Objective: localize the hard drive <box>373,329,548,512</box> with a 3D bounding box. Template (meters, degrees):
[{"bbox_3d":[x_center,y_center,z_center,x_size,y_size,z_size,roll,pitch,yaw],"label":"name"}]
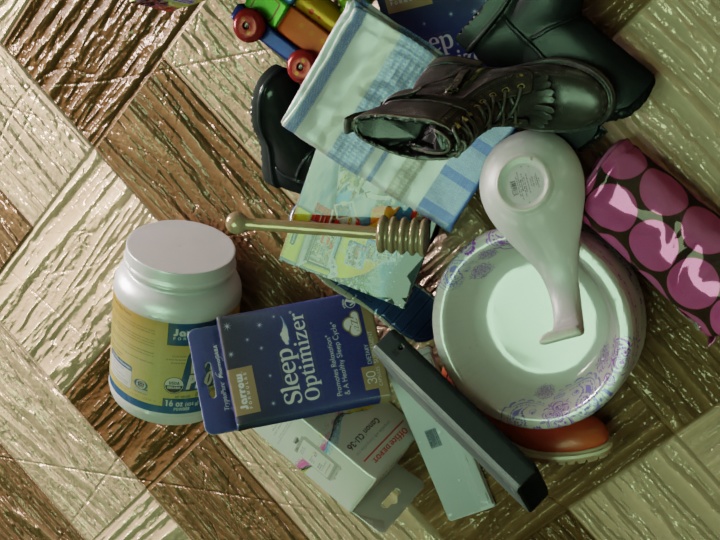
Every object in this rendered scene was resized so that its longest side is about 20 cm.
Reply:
[{"bbox_3d":[0.102,0.151,1.421,0.033,0.140,0.200,-45,69,-5],"label":"hard drive"}]

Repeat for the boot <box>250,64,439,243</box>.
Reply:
[{"bbox_3d":[-0.010,-0.114,1.456,0.200,0.066,0.165,27,151,22],"label":"boot"}]

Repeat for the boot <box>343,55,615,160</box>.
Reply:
[{"bbox_3d":[0.104,-0.130,1.224,0.199,0.174,0.069,6,115,21],"label":"boot"}]

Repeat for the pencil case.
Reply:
[{"bbox_3d":[0.285,-0.027,1.323,0.200,0.091,0.094,45,124,9],"label":"pencil case"}]

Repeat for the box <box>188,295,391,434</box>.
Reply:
[{"bbox_3d":[-0.077,0.098,1.527,0.032,0.199,0.121,99,159,-72],"label":"box"}]

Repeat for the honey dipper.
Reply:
[{"bbox_3d":[-0.034,-0.040,1.383,0.199,0.038,0.038,5,116,10],"label":"honey dipper"}]

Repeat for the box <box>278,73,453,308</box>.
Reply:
[{"bbox_3d":[0.016,-0.079,1.403,0.136,0.038,0.200,21,108,3],"label":"box"}]

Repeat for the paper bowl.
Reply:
[{"bbox_3d":[0.179,0.046,1.398,0.200,0.104,0.201,6,105,23],"label":"paper bowl"}]

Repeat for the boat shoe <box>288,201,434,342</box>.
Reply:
[{"bbox_3d":[0.000,0.000,1.498,0.072,0.072,0.200,-45,102,-1],"label":"boat shoe"}]

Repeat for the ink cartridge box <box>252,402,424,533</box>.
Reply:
[{"bbox_3d":[-0.014,0.184,1.589,0.200,0.116,0.068,39,128,8],"label":"ink cartridge box"}]

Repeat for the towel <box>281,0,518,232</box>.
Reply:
[{"bbox_3d":[0.039,-0.145,1.349,0.200,0.024,0.147,33,108,-1],"label":"towel"}]

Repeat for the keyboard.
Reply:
[{"bbox_3d":[0.088,0.182,1.581,0.056,0.011,0.200,-19,102,17],"label":"keyboard"}]

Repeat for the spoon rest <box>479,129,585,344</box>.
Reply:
[{"bbox_3d":[0.166,-0.031,1.307,0.099,0.061,0.201,-15,77,21],"label":"spoon rest"}]

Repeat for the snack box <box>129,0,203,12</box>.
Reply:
[{"bbox_3d":[-0.142,-0.361,1.400,0.200,0.068,0.169,-11,83,33],"label":"snack box"}]

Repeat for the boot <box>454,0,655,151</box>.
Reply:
[{"bbox_3d":[0.205,-0.223,1.287,0.168,0.076,0.200,40,116,-2],"label":"boot"}]

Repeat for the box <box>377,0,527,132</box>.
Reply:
[{"bbox_3d":[0.087,-0.223,1.385,0.121,0.032,0.200,-7,108,34],"label":"box"}]

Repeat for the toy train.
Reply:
[{"bbox_3d":[-0.021,-0.237,1.421,0.200,0.085,0.116,38,113,10],"label":"toy train"}]

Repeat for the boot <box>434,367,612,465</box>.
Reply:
[{"bbox_3d":[0.170,0.132,1.482,0.200,0.075,0.108,17,116,25],"label":"boot"}]

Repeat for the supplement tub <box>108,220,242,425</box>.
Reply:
[{"bbox_3d":[-0.211,0.059,1.630,0.144,0.145,0.200,21,122,21],"label":"supplement tub"}]
